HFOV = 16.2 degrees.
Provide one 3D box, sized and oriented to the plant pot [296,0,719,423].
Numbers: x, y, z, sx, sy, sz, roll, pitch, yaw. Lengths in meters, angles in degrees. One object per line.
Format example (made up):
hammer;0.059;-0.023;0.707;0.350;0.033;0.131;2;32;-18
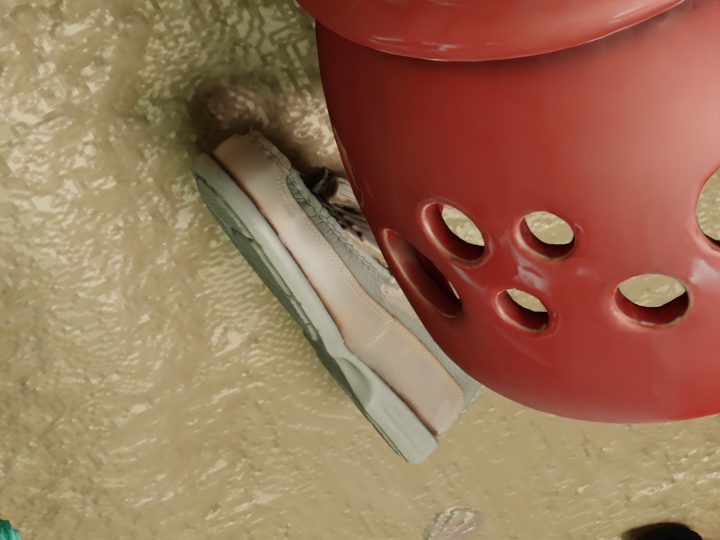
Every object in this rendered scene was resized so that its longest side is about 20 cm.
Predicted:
plant pot;0.079;-0.083;0.761;0.199;0.201;0.183;-24;136;4

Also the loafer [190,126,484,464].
loafer;0.000;0.000;0.926;0.063;0.072;0.200;-39;145;-4

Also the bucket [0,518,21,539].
bucket;-0.223;0.092;0.872;0.206;0.135;0.208;-11;137;-10

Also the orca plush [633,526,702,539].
orca plush;0.138;0.171;1.117;0.199;0.071;0.106;4;96;-35
